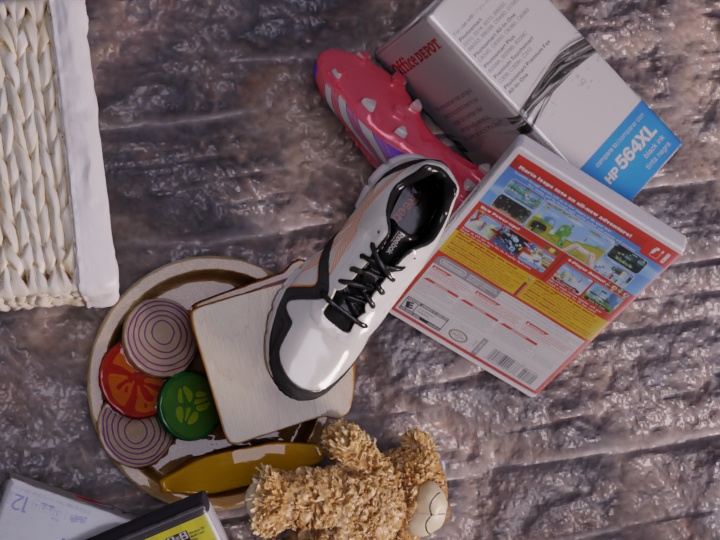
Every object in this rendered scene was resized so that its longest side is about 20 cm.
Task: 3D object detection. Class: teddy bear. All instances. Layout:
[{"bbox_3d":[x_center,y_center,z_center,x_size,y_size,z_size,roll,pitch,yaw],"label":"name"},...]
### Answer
[{"bbox_3d":[-0.004,0.175,1.153,0.199,0.066,0.147,15,73,-43],"label":"teddy bear"}]

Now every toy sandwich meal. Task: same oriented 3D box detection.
[{"bbox_3d":[-0.097,0.080,1.181,0.203,0.070,0.208,1,86,-13],"label":"toy sandwich meal"}]

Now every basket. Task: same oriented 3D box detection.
[{"bbox_3d":[-0.249,-0.067,1.094,0.159,0.198,0.202,-9,88,-10],"label":"basket"}]

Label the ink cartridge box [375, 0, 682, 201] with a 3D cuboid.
[{"bbox_3d":[0.120,-0.128,1.208,0.084,0.146,0.200,-45,97,-13],"label":"ink cartridge box"}]

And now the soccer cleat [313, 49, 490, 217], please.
[{"bbox_3d":[0.033,-0.084,1.231,0.200,0.077,0.067,41,42,6],"label":"soccer cleat"}]

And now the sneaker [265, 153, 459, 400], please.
[{"bbox_3d":[0.000,0.000,1.134,0.073,0.080,0.201,33,81,-11],"label":"sneaker"}]

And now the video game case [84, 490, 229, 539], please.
[{"bbox_3d":[-0.160,0.267,1.123,0.198,0.026,0.182,-23,109,4],"label":"video game case"}]

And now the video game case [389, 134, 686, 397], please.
[{"bbox_3d":[0.122,0.003,1.187,0.142,0.200,0.018,31,44,-9],"label":"video game case"}]

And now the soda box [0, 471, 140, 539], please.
[{"bbox_3d":[-0.168,0.208,1.158,0.198,0.063,0.069,20,83,-11],"label":"soda box"}]
